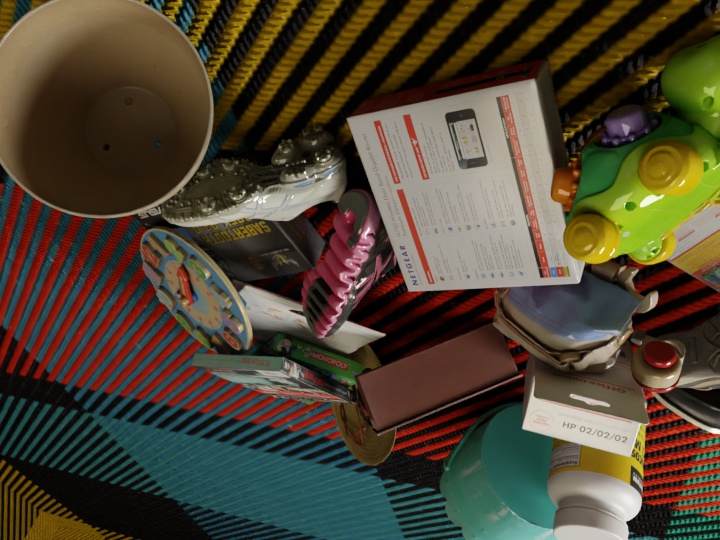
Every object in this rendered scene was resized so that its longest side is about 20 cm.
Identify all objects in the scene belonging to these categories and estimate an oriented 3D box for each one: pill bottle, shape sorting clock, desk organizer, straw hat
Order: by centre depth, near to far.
[{"bbox_3d":[0.301,0.246,0.852,0.112,0.201,0.113,13,143,10],"label":"pill bottle"},{"bbox_3d":[-0.214,0.032,0.856,0.200,0.039,0.201,31,140,30],"label":"shape sorting clock"},{"bbox_3d":[0.097,0.138,0.868,0.199,0.077,0.072,-21,173,-7],"label":"desk organizer"},{"bbox_3d":[0.032,0.185,1.001,0.085,0.202,0.201,-9,156,-30],"label":"straw hat"}]

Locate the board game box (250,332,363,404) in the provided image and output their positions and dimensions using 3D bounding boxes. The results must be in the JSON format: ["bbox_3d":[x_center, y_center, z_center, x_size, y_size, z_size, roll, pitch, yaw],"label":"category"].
[{"bbox_3d":[-0.097,0.152,1.001,0.134,0.029,0.200,22,152,-17],"label":"board game box"}]

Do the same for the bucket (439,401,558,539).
[{"bbox_3d":[0.231,0.298,0.961,0.206,0.208,0.135,23,142,-1],"label":"bucket"}]

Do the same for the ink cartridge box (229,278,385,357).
[{"bbox_3d":[-0.088,0.061,0.899,0.199,0.044,0.173,21,151,-20],"label":"ink cartridge box"}]

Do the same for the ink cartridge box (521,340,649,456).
[{"bbox_3d":[0.242,0.132,0.737,0.115,0.200,0.068,12,110,12],"label":"ink cartridge box"}]

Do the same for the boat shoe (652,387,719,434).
[{"bbox_3d":[0.450,0.167,0.797,0.201,0.074,0.063,23,116,10],"label":"boat shoe"}]

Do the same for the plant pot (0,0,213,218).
[{"bbox_3d":[-0.241,-0.148,0.662,0.200,0.201,0.134,26,178,-6],"label":"plant pot"}]

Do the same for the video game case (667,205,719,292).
[{"bbox_3d":[0.354,-0.038,0.620,0.199,0.017,0.143,29,143,-9],"label":"video game case"}]

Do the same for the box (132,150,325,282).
[{"bbox_3d":[-0.168,-0.055,0.835,0.199,0.048,0.159,-8,134,35],"label":"box"}]

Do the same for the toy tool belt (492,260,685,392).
[{"bbox_3d":[0.234,0.040,0.685,0.199,0.125,0.123,24,143,31],"label":"toy tool belt"}]

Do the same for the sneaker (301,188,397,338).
[{"bbox_3d":[0.000,0.000,0.763,0.095,0.079,0.200,-1,133,-37],"label":"sneaker"}]

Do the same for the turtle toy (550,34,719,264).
[{"bbox_3d":[0.234,-0.087,0.528,0.145,0.101,0.200,1,140,-44],"label":"turtle toy"}]

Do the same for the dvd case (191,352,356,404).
[{"bbox_3d":[-0.112,0.151,0.920,0.145,0.022,0.200,-1,159,29],"label":"dvd case"}]

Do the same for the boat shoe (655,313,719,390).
[{"bbox_3d":[0.400,0.087,0.712,0.073,0.075,0.200,13,163,-20],"label":"boat shoe"}]

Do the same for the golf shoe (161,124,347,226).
[{"bbox_3d":[-0.106,-0.074,0.707,0.199,0.079,0.097,-15,145,2],"label":"golf shoe"}]

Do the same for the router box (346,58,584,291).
[{"bbox_3d":[0.103,-0.078,0.630,0.179,0.049,0.201,-3,122,30],"label":"router box"}]
